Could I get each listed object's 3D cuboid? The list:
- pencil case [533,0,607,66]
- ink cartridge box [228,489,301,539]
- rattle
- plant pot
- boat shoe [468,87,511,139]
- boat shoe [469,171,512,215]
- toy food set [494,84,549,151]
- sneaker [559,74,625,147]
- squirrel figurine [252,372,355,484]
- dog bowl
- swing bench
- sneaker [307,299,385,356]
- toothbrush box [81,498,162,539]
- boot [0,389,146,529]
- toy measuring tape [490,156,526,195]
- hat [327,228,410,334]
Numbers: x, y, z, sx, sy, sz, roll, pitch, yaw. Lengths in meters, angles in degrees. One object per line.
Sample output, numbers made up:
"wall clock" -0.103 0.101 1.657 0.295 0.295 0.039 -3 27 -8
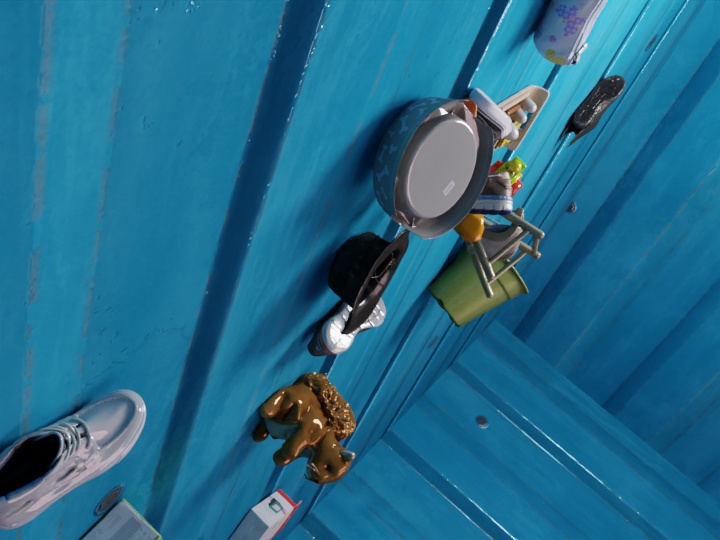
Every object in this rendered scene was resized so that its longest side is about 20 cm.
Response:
"pencil case" 0.340 -0.416 1.455 0.082 0.091 0.201 0 142 -18
"ink cartridge box" -0.240 0.639 2.400 0.117 0.067 0.200 -54 166 17
"rattle" 0.160 -0.149 1.458 0.129 0.144 0.200 -6 155 -26
"plant pot" 0.273 0.033 2.286 0.189 0.201 0.200 -37 166 0
"boat shoe" 0.199 -0.233 1.512 0.071 0.072 0.200 -44 163 8
"boat shoe" 0.130 -0.126 1.415 0.072 0.198 0.073 125 -31 -82
"toy food set" 0.272 -0.250 1.732 0.200 0.060 0.144 -35 159 -48
"sneaker" 0.588 -0.404 2.376 0.200 0.060 0.104 -45 165 -2
"squirrel figurine" -0.078 0.300 1.769 0.200 0.186 0.142 -40 163 -39
"dog bowl" 0.098 -0.146 1.292 0.199 0.059 0.201 -26 131 -34
"swing bench" 0.215 -0.079 1.680 0.129 0.200 0.199 -39 167 0
"sneaker" -0.031 0.092 1.680 0.082 0.077 0.200 -26 -176 40
"toothbrush box" -0.373 0.448 1.418 0.146 0.086 0.200 -44 167 -25
"boot" -0.302 0.185 0.969 0.200 0.074 0.096 -42 171 -29
"toy measuring tape" 0.254 -0.154 1.759 0.074 0.074 0.200 -45 176 -21
"hat" 0.000 0.000 1.469 0.201 0.081 0.201 -56 171 -14
